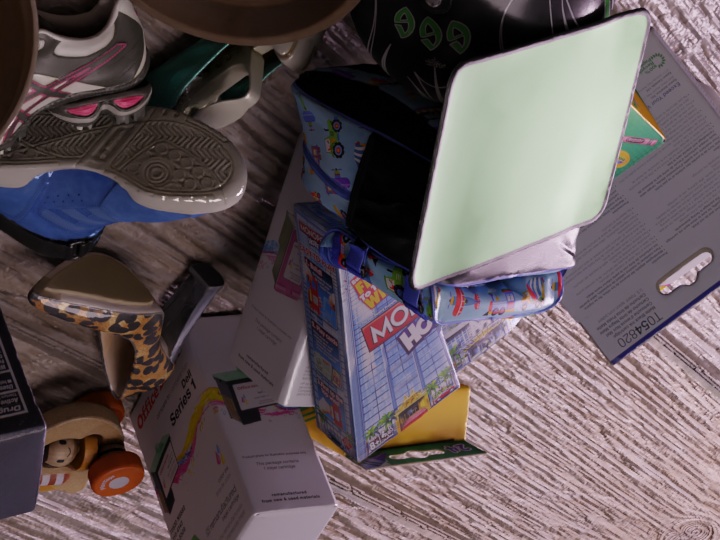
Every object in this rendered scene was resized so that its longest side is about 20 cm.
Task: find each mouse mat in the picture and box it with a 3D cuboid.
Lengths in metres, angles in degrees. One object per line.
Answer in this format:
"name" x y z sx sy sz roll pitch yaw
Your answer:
"mouse mat" 0.109 -0.078 1.366 0.199 0.008 0.162 -21 133 -43

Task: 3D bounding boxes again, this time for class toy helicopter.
"toy helicopter" -0.288 0.171 1.798 0.200 0.079 0.132 -36 147 22

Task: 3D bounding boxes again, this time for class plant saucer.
"plant saucer" -0.082 -0.223 1.320 0.198 0.030 0.201 9 137 9

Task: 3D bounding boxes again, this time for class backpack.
"backpack" 0.042 -0.063 1.479 0.182 0.199 0.135 -8 119 -49

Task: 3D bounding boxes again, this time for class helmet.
"helmet" 0.080 -0.202 1.402 0.199 0.201 0.191 -22 148 -9

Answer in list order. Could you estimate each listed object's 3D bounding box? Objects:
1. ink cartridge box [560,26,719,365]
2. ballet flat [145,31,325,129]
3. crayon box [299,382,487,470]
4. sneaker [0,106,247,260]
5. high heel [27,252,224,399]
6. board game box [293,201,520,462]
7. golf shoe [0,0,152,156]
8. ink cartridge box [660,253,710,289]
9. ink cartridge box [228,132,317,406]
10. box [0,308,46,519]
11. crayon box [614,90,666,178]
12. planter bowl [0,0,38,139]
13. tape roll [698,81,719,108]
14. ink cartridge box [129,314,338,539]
"ink cartridge box" 0.220 -0.059 1.735 0.199 0.200 0.041 -37 -179 18
"ballet flat" -0.070 -0.151 1.485 0.200 0.071 0.067 -39 147 18
"crayon box" 0.004 0.108 1.816 0.125 0.200 0.052 -4 107 -33
"sneaker" -0.174 -0.056 1.492 0.198 0.077 0.111 4 151 3
"high heel" -0.208 0.057 1.684 0.199 0.072 0.143 0 135 -51
"board game box" 0.033 0.008 1.613 0.199 0.062 0.201 -36 133 -17
"golf shoe" -0.235 -0.128 1.410 0.199 0.077 0.089 -21 134 -22
"ink cartridge box" 0.219 -0.021 1.831 0.200 0.068 0.116 -37 148 18
"ink cartridge box" 0.000 0.000 1.685 0.144 0.085 0.201 3 114 -41
"box" -0.346 0.084 1.502 0.199 0.199 0.124 -12 146 -22
"crayon box" 0.143 -0.158 1.591 0.058 0.119 0.200 -35 148 15
"planter bowl" -0.293 -0.126 1.263 0.199 0.202 0.135 -18 175 -15
"tape roll" 0.233 -0.085 1.850 0.201 0.037 0.203 -19 149 -12
"ink cartridge box" -0.110 0.157 1.790 0.083 0.201 0.145 -1 141 -31
